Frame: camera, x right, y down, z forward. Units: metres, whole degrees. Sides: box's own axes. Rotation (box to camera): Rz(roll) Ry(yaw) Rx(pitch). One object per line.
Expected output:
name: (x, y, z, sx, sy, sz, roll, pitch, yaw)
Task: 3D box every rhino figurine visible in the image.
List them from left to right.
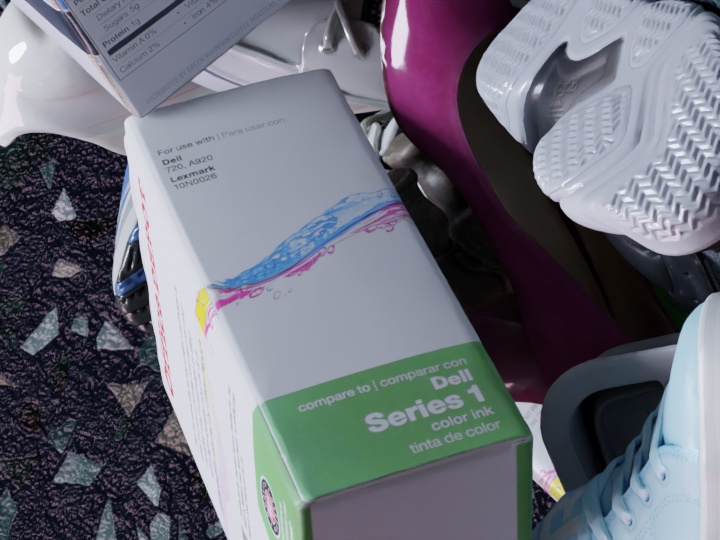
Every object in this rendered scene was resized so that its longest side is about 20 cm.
rhino figurine: (0.000, 0.000, 1.051, 0.088, 0.060, 0.200, 49, 153, -15)

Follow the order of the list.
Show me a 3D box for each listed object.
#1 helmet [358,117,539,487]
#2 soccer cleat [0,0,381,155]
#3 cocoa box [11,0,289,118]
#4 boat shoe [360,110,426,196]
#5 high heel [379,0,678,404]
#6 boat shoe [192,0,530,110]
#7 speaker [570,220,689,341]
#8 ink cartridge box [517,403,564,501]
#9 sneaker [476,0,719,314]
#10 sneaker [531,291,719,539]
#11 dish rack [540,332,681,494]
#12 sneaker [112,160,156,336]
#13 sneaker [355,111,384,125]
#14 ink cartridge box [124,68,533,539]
helmet: (0.047, 0.012, 1.256, 0.200, 0.199, 0.191, 42, -146, -32)
soccer cleat: (-0.065, -0.085, 1.061, 0.199, 0.078, 0.070, 0, -135, -31)
cocoa box: (-0.103, -0.176, 0.936, 0.200, 0.133, 0.131, 43, 170, 50)
boat shoe: (0.029, -0.044, 1.100, 0.199, 0.073, 0.067, 15, 129, 47)
high heel: (0.071, -0.040, 0.918, 0.096, 0.067, 0.201, 2, 116, 42)
boat shoe: (0.007, -0.098, 0.983, 0.198, 0.074, 0.065, 8, 172, -12)
speaker: (0.163, 0.029, 0.966, 0.200, 0.089, 0.088, 43, 180, 19)
ink cartridge box: (0.145, 0.054, 1.082, 0.200, 0.146, 0.087, 42, -176, 36)
sneaker: (0.110, -0.031, 0.820, 0.114, 0.076, 0.200, 42, -174, -21)
sneaker: (0.093, 0.091, 0.839, 0.081, 0.201, 0.074, 8, -146, 8)
dish rack: (0.170, 0.093, 0.887, 0.201, 0.171, 0.044, 66, -153, -25)
sneaker: (-0.065, -0.072, 1.140, 0.075, 0.201, 0.077, 24, -168, -24)
sneaker: (0.019, -0.101, 1.179, 0.200, 0.079, 0.078, 46, -153, 9)
ink cartridge box: (-0.013, 0.048, 0.895, 0.145, 0.083, 0.201, 86, 163, -44)
